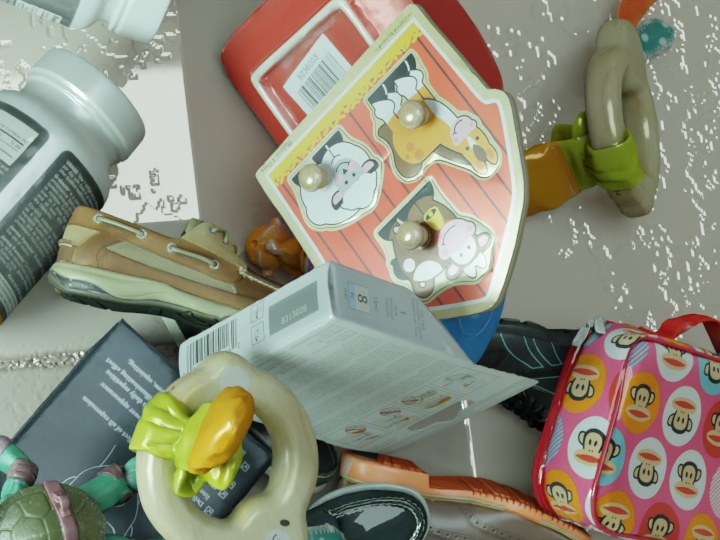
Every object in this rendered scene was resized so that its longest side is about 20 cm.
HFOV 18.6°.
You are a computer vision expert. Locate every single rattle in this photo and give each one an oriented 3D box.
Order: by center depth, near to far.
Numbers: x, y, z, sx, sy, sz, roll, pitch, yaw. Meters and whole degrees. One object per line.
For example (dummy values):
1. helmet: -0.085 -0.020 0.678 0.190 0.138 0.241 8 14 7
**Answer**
1. rattle: -0.045 0.151 1.408 0.130 0.142 0.201 -43 109 -39
2. rattle: 0.173 -0.135 1.749 0.130 0.142 0.202 29 52 -42

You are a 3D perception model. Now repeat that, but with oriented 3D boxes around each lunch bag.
1. lunch bag: 0.227 0.117 1.639 0.199 0.082 0.178 21 84 -41

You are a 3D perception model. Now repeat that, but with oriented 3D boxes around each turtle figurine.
1. turtle figurine: -0.204 0.174 1.428 0.198 0.100 0.151 -7 95 -29

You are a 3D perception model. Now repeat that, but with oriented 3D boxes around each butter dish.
1. butter dish: 0.028 -0.149 1.647 0.200 0.200 0.148 53 48 -1

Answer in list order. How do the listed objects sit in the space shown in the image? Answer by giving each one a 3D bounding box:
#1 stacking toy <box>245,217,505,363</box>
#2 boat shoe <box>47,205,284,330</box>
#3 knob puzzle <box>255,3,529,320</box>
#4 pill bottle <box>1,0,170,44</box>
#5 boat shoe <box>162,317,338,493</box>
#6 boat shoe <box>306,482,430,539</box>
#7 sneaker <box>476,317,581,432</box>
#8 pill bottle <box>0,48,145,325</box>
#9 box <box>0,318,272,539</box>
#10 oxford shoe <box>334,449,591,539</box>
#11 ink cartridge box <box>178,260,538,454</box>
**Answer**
1. stacking toy: 0.000 0.000 1.616 0.198 0.109 0.117 12 93 29
2. boat shoe: -0.115 0.000 1.538 0.198 0.076 0.075 13 80 -13
3. knob puzzle: 0.032 -0.053 1.518 0.030 0.218 0.222 3 73 -60
4. pill bottle: -0.230 -0.245 1.609 0.198 0.114 0.115 20 74 -11
5. boat shoe: -0.075 0.072 1.605 0.201 0.067 0.072 58 38 0
6. boat shoe: -0.042 0.210 1.572 0.198 0.060 0.076 -23 97 -1
7. sneaker: 0.132 0.080 1.669 0.198 0.075 0.080 5 80 -15
8. pill bottle: -0.250 -0.054 1.563 0.116 0.116 0.200 41 70 -5
9. box: -0.185 0.162 1.543 0.148 0.107 0.200 42 70 -5
10. oxford shoe: 0.073 0.191 1.641 0.198 0.071 0.074 15 92 -6
11. ink cartridge box: 0.000 0.065 1.522 0.199 0.160 0.048 18 55 -40
